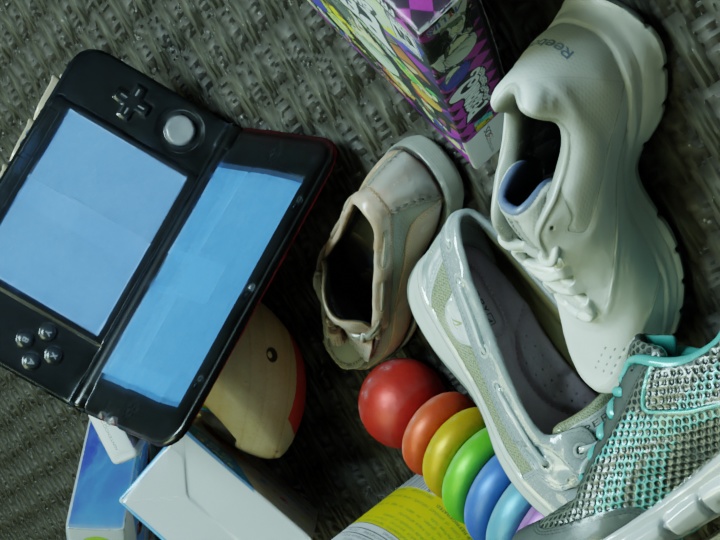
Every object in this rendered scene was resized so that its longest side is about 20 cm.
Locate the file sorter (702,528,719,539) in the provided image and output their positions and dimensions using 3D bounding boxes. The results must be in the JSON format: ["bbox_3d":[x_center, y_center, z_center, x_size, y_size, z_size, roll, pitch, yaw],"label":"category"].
[{"bbox_3d":[0.202,0.194,0.752,0.139,0.124,0.200,50,148,10],"label":"file sorter"}]

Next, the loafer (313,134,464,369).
[{"bbox_3d":[0.000,0.000,0.921,0.072,0.063,0.201,47,147,17],"label":"loafer"}]

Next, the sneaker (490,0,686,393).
[{"bbox_3d":[0.096,-0.024,0.743,0.074,0.087,0.201,19,133,43],"label":"sneaker"}]

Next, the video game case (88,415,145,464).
[{"bbox_3d":[-0.178,0.015,1.102,0.200,0.023,0.183,-72,-42,-73],"label":"video game case"}]

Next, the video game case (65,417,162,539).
[{"bbox_3d":[-0.179,0.175,1.229,0.045,0.201,0.182,3,133,0],"label":"video game case"}]

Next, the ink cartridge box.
[{"bbox_3d":[-0.093,0.164,1.129,0.115,0.068,0.200,41,178,1],"label":"ink cartridge box"}]

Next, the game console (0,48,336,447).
[{"bbox_3d":[-0.137,-0.021,0.939,0.171,0.201,0.119,30,167,-5],"label":"game console"}]

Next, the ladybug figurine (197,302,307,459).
[{"bbox_3d":[-0.087,0.060,1.055,0.136,0.072,0.200,44,168,-1],"label":"ladybug figurine"}]

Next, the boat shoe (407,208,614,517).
[{"bbox_3d":[0.099,0.059,0.828,0.203,0.074,0.065,56,154,16],"label":"boat shoe"}]

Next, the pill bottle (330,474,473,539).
[{"bbox_3d":[0.012,0.202,0.951,0.104,0.199,0.105,35,143,32],"label":"pill bottle"}]

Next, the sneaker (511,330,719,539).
[{"bbox_3d":[0.142,0.076,0.747,0.200,0.077,0.092,-37,73,28],"label":"sneaker"}]

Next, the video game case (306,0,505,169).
[{"bbox_3d":[-0.012,-0.150,0.752,0.200,0.036,0.181,46,179,18],"label":"video game case"}]

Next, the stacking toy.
[{"bbox_3d":[0.072,0.112,0.919,0.200,0.085,0.086,39,145,39],"label":"stacking toy"}]

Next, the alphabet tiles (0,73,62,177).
[{"bbox_3d":[-0.246,-0.039,1.123,0.014,0.201,0.196,23,146,-4],"label":"alphabet tiles"}]
